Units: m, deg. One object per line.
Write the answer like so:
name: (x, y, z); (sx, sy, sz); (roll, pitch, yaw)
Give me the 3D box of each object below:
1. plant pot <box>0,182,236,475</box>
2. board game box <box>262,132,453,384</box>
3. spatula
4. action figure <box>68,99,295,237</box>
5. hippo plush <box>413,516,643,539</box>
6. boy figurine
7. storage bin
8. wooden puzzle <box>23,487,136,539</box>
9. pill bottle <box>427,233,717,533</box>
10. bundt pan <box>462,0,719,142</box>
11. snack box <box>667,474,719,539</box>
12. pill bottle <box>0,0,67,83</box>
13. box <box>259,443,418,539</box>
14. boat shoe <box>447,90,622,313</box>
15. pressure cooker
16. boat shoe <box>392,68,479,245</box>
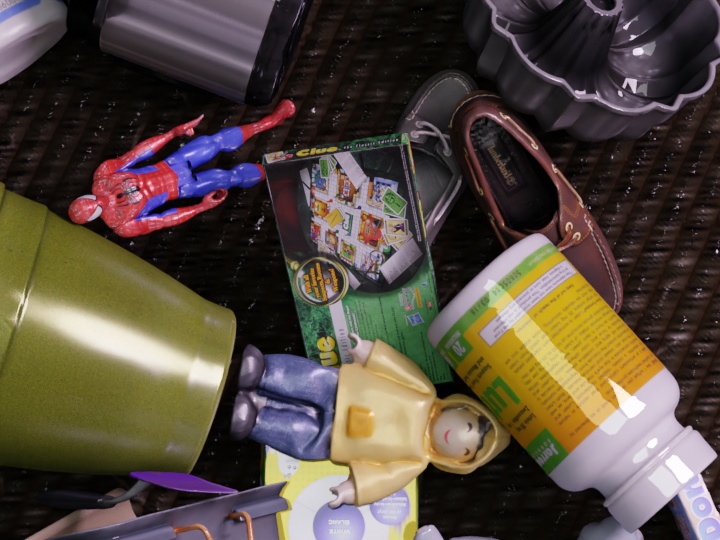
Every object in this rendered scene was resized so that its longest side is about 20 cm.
plant pot: (-0.196, 0.063, 1.588); (0.192, 0.200, 0.201); (18, 86, -11)
board game box: (0.000, 0.000, 1.591); (0.104, 0.023, 0.201); (-9, 120, 4)
spatula: (-0.167, 0.154, 1.559); (0.056, 0.200, 0.021); (7, 76, -42)
action figure: (-0.124, -0.071, 1.611); (0.199, 0.052, 0.066); (-23, 91, -31)
hippo plush: (0.110, 0.257, 1.576); (0.160, 0.200, 0.160); (0, 93, 16)
boy figurine: (0.007, 0.111, 1.591); (0.199, 0.064, 0.125); (13, 84, 1)
storage bin: (-0.127, 0.232, 1.548); (0.145, 0.200, 0.135); (-18, 85, 41)
wooden puzzle: (-0.188, 0.277, 1.588); (0.046, 0.185, 0.201); (-30, 88, 40)
pill bottle: (0.150, 0.082, 1.554); (0.111, 0.111, 0.200); (-41, 81, -3)
bundt pan: (0.159, -0.175, 1.621); (0.201, 0.076, 0.203); (12, 55, -17)
snack box: (0.232, 0.152, 1.629); (0.024, 0.072, 0.201); (-24, 86, -3)
pill bottle: (-0.310, -0.236, 1.635); (0.114, 0.114, 0.200); (-33, 86, -3)
box: (-0.015, 0.197, 1.638); (0.117, 0.048, 0.201); (0, 87, 0)
boat shoe: (0.127, -0.038, 1.624); (0.070, 0.070, 0.200); (-35, 103, 5)
pressure cooker: (-0.126, -0.228, 1.606); (0.199, 0.176, 0.179); (20, 82, -2)
boat shoe: (0.040, -0.058, 1.652); (0.067, 0.057, 0.201); (25, 86, 1)
